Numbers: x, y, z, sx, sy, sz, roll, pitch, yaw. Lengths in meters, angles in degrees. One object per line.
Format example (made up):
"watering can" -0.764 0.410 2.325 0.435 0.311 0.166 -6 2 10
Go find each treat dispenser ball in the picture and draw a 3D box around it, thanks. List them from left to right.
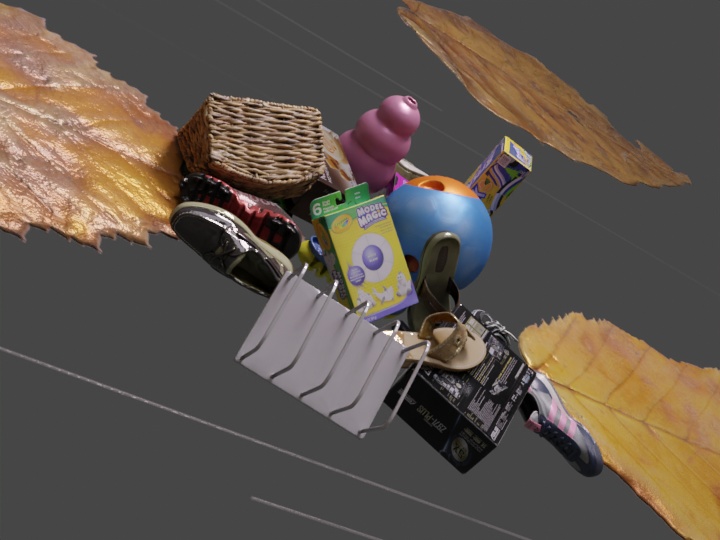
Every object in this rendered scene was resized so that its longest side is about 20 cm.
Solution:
"treat dispenser ball" 0.121 -0.056 1.767 0.200 0.201 0.201 31 29 -19

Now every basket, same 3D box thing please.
"basket" -0.170 -0.173 1.647 0.199 0.149 0.144 4 71 -29

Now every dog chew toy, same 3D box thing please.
"dog chew toy" 0.032 -0.232 1.906 0.124 0.200 0.125 30 29 -19

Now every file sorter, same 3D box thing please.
"file sorter" -0.034 0.100 1.345 0.199 0.124 0.139 33 71 -8

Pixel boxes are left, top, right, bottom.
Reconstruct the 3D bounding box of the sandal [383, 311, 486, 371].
"sandal" 0.111 0.092 1.483 0.210 0.070 0.078 0 46 -35

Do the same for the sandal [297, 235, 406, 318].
"sandal" 0.000 0.000 1.655 0.199 0.087 0.080 35 26 -17

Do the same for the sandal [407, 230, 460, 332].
"sandal" 0.123 0.038 1.659 0.079 0.202 0.057 -11 31 -28

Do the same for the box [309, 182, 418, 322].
"box" 0.004 -0.027 1.598 0.117 0.048 0.201 -21 93 -30

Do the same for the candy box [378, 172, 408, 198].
"candy box" 0.123 -0.077 1.952 0.199 0.061 0.137 34 28 -14

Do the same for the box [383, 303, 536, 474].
"box" 0.150 0.172 1.566 0.164 0.086 0.200 42 37 1

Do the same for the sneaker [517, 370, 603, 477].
"sneaker" 0.308 0.259 1.717 0.082 0.070 0.200 -15 56 -39

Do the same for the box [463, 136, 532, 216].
"box" 0.217 -0.136 1.874 0.064 0.200 0.070 35 29 -10

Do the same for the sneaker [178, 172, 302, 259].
"sneaker" -0.175 -0.082 1.567 0.199 0.071 0.098 28 10 -2

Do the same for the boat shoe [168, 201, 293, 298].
"boat shoe" -0.176 -0.024 1.476 0.200 0.072 0.066 33 23 -25

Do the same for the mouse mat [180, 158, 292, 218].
"mouse mat" -0.190 -0.140 1.696 0.199 0.008 0.161 35 28 -16

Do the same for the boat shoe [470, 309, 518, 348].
"boat shoe" 0.222 0.122 1.782 0.073 0.068 0.200 33 28 -16

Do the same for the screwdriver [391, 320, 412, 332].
"screwdriver" 0.110 0.157 1.629 0.028 0.029 0.200 -3 48 -54

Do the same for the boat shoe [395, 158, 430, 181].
"boat shoe" 0.063 -0.183 2.029 0.199 0.075 0.068 32 1 -4

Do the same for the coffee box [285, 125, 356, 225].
"coffee box" -0.078 -0.167 1.793 0.114 0.080 0.201 26 30 -36
